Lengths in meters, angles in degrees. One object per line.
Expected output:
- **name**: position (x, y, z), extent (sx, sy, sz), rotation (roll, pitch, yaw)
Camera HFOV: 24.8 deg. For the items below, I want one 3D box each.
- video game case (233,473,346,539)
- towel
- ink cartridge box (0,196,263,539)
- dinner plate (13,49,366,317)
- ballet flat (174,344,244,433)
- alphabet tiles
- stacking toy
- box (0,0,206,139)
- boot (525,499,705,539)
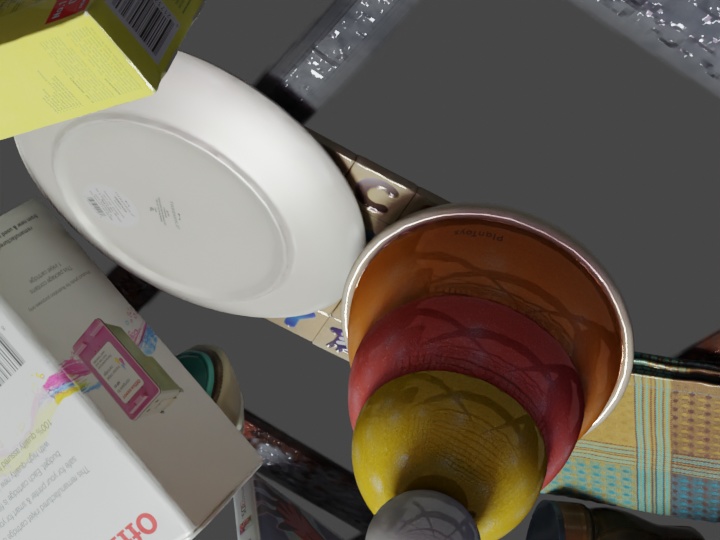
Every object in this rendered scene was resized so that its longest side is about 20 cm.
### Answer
- **video game case**: position (0.004, 0.233, 1.034), extent (0.200, 0.182, 0.023), rotation (39, 105, -22)
- **towel**: position (0.099, 0.079, 0.881), extent (0.199, 0.022, 0.147), rotation (8, 145, 14)
- **ink cartridge box**: position (-0.174, 0.086, 0.911), extent (0.200, 0.085, 0.144), rotation (50, 124, 1)
- **dinner plate**: position (-0.093, -0.036, 0.831), extent (0.199, 0.024, 0.201), rotation (19, 145, 14)
- **ballet flat**: position (-0.109, 0.095, 1.005), extent (0.069, 0.070, 0.200), rotation (36, 146, -18)
- **alphabet tiles**: position (0.000, 0.000, 0.851), extent (0.199, 0.008, 0.167), rotation (27, 145, -5)
- **stacking toy**: position (0.038, 0.075, 0.733), extent (0.145, 0.200, 0.147), rotation (9, 125, 13)
- **box**: position (-0.161, -0.101, 0.749), extent (0.199, 0.076, 0.050), rotation (-8, 135, 39)
- **boot**: position (0.136, 0.227, 0.953), extent (0.096, 0.075, 0.201), rotation (4, 115, -13)
